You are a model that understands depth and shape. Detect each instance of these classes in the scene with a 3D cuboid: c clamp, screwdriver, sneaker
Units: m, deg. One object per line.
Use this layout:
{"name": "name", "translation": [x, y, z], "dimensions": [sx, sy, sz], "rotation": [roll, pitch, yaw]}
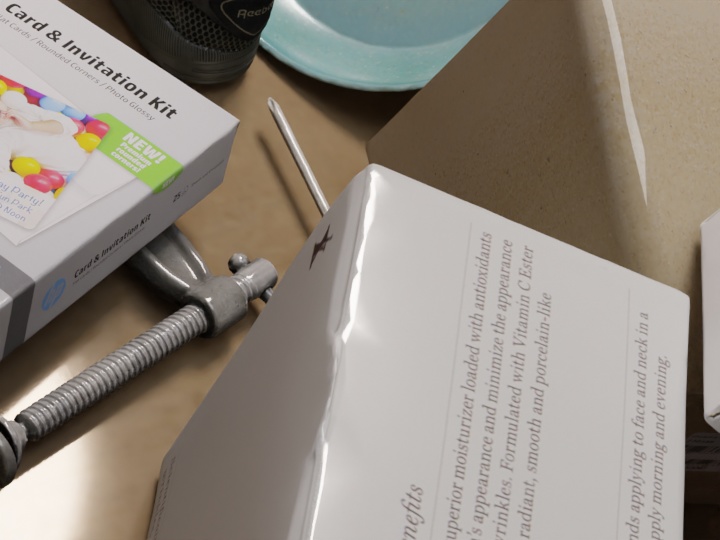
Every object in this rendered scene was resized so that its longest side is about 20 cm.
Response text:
{"name": "c clamp", "translation": [-0.114, 0.023, 0.829], "dimensions": [0.200, 0.027, 0.171], "rotation": [-27, 69, -40]}
{"name": "screwdriver", "translation": [0.000, 0.000, 0.904], "dimensions": [0.028, 0.029, 0.200], "rotation": [-8, 63, -33]}
{"name": "sneaker", "translation": [-0.103, -0.190, 0.951], "dimensions": [0.076, 0.114, 0.199], "rotation": [-25, 66, -42]}

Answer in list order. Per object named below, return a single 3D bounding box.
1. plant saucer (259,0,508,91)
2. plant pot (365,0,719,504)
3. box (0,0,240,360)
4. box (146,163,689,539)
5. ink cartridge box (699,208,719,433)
{"name": "plant saucer", "translation": [0.020, -0.181, 0.990], "dimensions": [0.200, 0.200, 0.036], "rotation": [49, 8, 14]}
{"name": "plant pot", "translation": [0.138, -0.003, 0.886], "dimensions": [0.200, 0.200, 0.177], "rotation": [5, 66, -25]}
{"name": "box", "translation": [-0.167, -0.043, 0.828], "dimensions": [0.156, 0.041, 0.200], "rotation": [34, 43, 14]}
{"name": "box", "translation": [0.006, 0.112, 0.702], "dimensions": [0.131, 0.200, 0.199], "rotation": [22, 47, -13]}
{"name": "ink cartridge box", "translation": [0.214, 0.054, 0.731], "dimensions": [0.200, 0.084, 0.146], "rotation": [43, 25, -14]}
